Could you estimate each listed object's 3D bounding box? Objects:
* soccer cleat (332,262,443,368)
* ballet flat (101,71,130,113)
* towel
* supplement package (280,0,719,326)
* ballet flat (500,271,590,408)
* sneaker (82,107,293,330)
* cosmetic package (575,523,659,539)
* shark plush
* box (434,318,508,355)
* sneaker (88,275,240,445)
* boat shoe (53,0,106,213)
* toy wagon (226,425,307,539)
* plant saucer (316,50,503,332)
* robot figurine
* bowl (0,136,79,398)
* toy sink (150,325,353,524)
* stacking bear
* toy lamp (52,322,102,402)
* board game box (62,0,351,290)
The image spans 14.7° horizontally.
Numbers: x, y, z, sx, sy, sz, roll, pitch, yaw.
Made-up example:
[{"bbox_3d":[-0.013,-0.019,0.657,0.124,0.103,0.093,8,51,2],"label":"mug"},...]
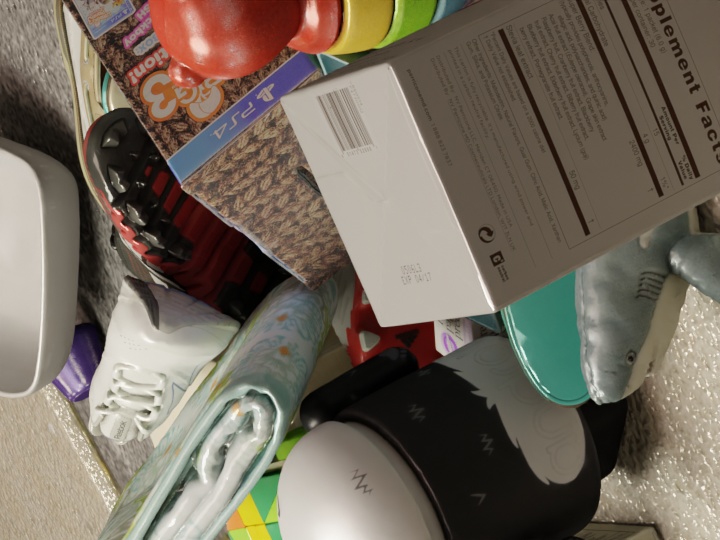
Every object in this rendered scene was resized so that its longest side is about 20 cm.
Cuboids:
[{"bbox_3d":[0.000,0.000,1.677,0.200,0.068,0.085,65,164,6],"label":"soccer cleat"},{"bbox_3d":[-0.098,-0.077,1.728,0.070,0.069,0.200,50,177,27],"label":"ballet flat"},{"bbox_3d":[-0.088,0.103,1.593,0.048,0.171,0.200,34,114,-8],"label":"towel"},{"bbox_3d":[0.089,-0.072,1.264,0.121,0.200,0.120,-11,105,64],"label":"supplement package"},{"bbox_3d":[0.097,-0.030,1.463,0.070,0.067,0.201,-57,-49,-71],"label":"ballet flat"},{"bbox_3d":[-0.118,-0.034,1.641,0.098,0.071,0.200,22,164,37],"label":"sneaker"},{"bbox_3d":[0.094,0.198,1.631,0.200,0.105,0.071,-7,106,66],"label":"cosmetic package"},{"bbox_3d":[0.125,-0.037,1.367,0.091,0.083,0.201,29,138,51],"label":"shark plush"},{"bbox_3d":[0.062,-0.031,1.549,0.039,0.041,0.200,39,145,42],"label":"box"},{"bbox_3d":[-0.123,0.059,1.648,0.074,0.087,0.200,23,166,-2],"label":"sneaker"},{"bbox_3d":[-0.152,-0.103,1.856,0.068,0.075,0.201,8,120,67],"label":"boat shoe"},{"bbox_3d":[-0.034,0.175,1.682,0.200,0.040,0.156,-19,96,62],"label":"toy wagon"},{"bbox_3d":[0.032,-0.044,1.473,0.070,0.019,0.200,26,153,34],"label":"plant saucer"},{"bbox_3d":[0.050,0.114,1.518,0.150,0.200,0.125,9,122,60],"label":"robot figurine"},{"bbox_3d":[-0.288,-0.016,2.132,0.200,0.075,0.200,17,111,36],"label":"bowl"},{"bbox_3d":[-0.044,0.089,1.786,0.200,0.112,0.131,10,122,55],"label":"toy sink"},{"bbox_3d":[-0.016,-0.158,1.388,0.114,0.200,0.122,44,149,36],"label":"stacking bear"},{"bbox_3d":[-0.260,0.010,2.201,0.200,0.058,0.058,62,155,11],"label":"toy lamp"},{"bbox_3d":[-0.070,-0.114,1.552,0.200,0.097,0.159,56,-171,32],"label":"board game box"}]
